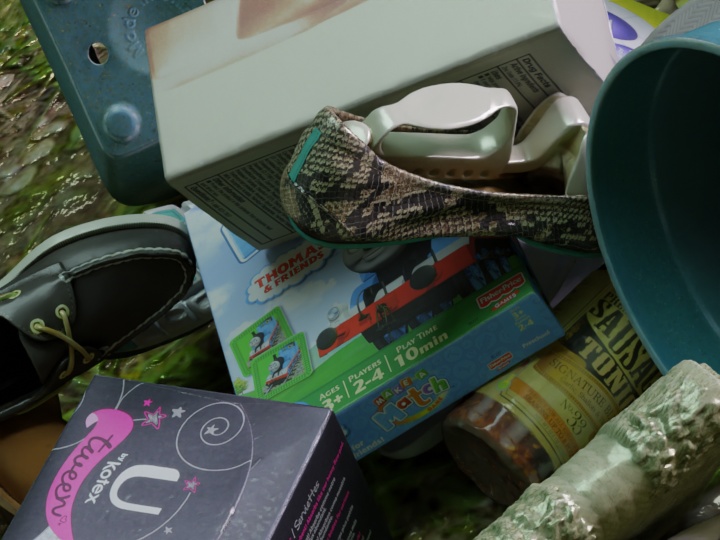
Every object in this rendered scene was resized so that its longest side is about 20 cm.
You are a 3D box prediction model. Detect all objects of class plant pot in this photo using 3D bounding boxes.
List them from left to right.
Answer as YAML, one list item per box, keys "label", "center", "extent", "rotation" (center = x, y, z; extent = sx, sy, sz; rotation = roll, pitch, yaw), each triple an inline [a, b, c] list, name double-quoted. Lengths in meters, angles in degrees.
- label: "plant pot"
  center: [-0.098, -0.149, 1.394]
  extent: [0.194, 0.198, 0.200]
  rotation: [-23, 6, 12]
- label: "plant pot"
  center: [0.230, -0.037, 1.030]
  extent: [0.187, 0.202, 0.200]
  rotation: [-26, 26, -26]

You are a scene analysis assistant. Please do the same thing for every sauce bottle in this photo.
- label: "sauce bottle"
  center: [0.124, 0.026, 1.133]
  extent: [0.200, 0.066, 0.066]
  rotation: [-45, 33, -20]

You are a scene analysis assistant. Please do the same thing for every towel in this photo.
- label: "towel"
  center: [0.081, 0.108, 0.969]
  extent: [0.148, 0.037, 0.200]
  rotation: [-37, -13, -12]

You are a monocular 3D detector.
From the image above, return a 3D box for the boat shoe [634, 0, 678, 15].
- label: "boat shoe"
  center: [0.097, -0.115, 1.367]
  extent: [0.199, 0.065, 0.072]
  rotation: [-7, 37, 34]

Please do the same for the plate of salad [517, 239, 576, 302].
- label: "plate of salad"
  center: [0.030, -0.001, 1.212]
  extent: [0.199, 0.048, 0.201]
  rotation: [-22, 41, 21]

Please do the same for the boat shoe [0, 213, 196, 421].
- label: "boat shoe"
  center: [-0.170, 0.037, 1.233]
  extent: [0.200, 0.072, 0.061]
  rotation: [-25, 34, -1]

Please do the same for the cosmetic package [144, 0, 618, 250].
- label: "cosmetic package"
  center: [0.012, -0.093, 1.124]
  extent: [0.199, 0.103, 0.088]
  rotation: [-19, 63, 17]

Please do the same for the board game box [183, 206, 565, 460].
- label: "board game box"
  center: [0.000, 0.000, 1.166]
  extent: [0.151, 0.037, 0.201]
  rotation: [-32, 37, 8]

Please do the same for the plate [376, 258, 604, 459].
- label: "plate"
  center: [0.051, 0.011, 1.254]
  extent: [0.200, 0.032, 0.199]
  rotation: [-38, 30, -13]

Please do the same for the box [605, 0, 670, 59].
- label: "box"
  center: [0.106, -0.111, 1.234]
  extent: [0.198, 0.049, 0.118]
  rotation: [19, 26, -1]

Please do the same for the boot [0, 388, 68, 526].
- label: "boot"
  center: [-0.122, 0.096, 1.232]
  extent: [0.154, 0.077, 0.201]
  rotation: [-24, 31, 11]

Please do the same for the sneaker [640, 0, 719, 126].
- label: "sneaker"
  center: [0.206, -0.095, 1.138]
  extent: [0.200, 0.115, 0.074]
  rotation: [-46, 41, 27]

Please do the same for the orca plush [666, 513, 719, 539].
- label: "orca plush"
  center: [0.087, 0.172, 0.942]
  extent: [0.199, 0.106, 0.071]
  rotation: [-23, 63, -31]

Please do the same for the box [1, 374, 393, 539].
- label: "box"
  center: [-0.088, 0.159, 1.031]
  extent: [0.131, 0.115, 0.201]
  rotation: [6, 49, 27]

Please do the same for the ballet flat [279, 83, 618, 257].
- label: "ballet flat"
  center: [0.059, -0.046, 1.067]
  extent: [0.199, 0.076, 0.068]
  rotation: [2, 35, -34]

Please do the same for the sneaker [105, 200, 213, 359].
- label: "sneaker"
  center: [-0.071, -0.004, 1.335]
  extent: [0.199, 0.091, 0.078]
  rotation: [-32, 65, -14]
